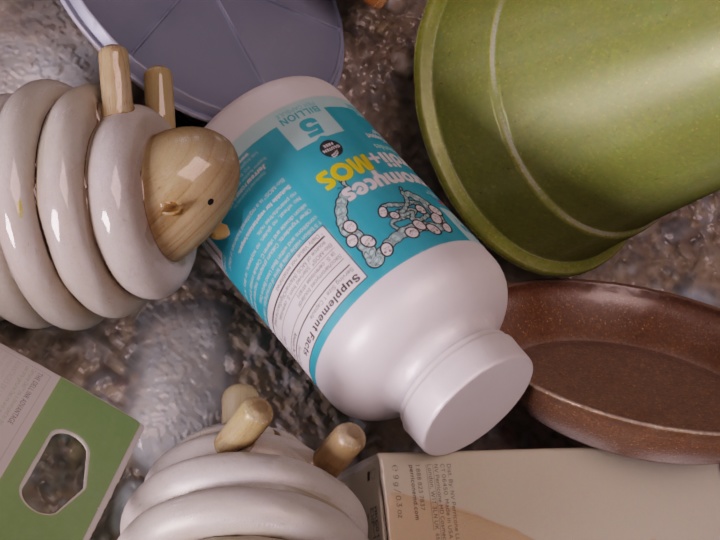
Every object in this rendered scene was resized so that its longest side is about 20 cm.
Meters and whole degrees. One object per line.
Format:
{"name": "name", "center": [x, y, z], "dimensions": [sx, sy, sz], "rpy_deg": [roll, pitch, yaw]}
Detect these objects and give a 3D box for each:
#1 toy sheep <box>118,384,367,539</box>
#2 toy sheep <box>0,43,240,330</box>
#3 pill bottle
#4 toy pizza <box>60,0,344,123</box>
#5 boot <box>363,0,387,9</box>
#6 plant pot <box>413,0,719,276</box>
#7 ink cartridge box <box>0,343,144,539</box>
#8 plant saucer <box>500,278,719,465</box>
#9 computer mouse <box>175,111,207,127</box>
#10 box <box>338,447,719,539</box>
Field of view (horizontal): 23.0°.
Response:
{"name": "toy sheep", "center": [-0.054, 0.137, 0.842], "dimensions": [0.138, 0.138, 0.200], "rpy_deg": [17, 46, -16]}
{"name": "toy sheep", "center": [-0.153, -0.035, 0.883], "dimensions": [0.200, 0.138, 0.138], "rpy_deg": [-9, 69, 20]}
{"name": "pill bottle", "center": [0.000, 0.000, 0.911], "dimensions": [0.111, 0.111, 0.200], "rpy_deg": [-26, 60, -28]}
{"name": "toy pizza", "center": [-0.096, -0.158, 0.991], "dimensions": [0.200, 0.032, 0.200], "rpy_deg": [23, 47, -28]}
{"name": "boot", "center": [-0.044, -0.203, 1.001], "dimensions": [0.155, 0.077, 0.200], "rpy_deg": [50, 32, -4]}
{"name": "plant pot", "center": [0.165, -0.111, 0.976], "dimensions": [0.200, 0.190, 0.200], "rpy_deg": [11, 72, -38]}
{"name": "ink cartridge box", "center": [-0.213, 0.071, 0.827], "dimensions": [0.200, 0.048, 0.146], "rpy_deg": [34, 27, -8]}
{"name": "plant saucer", "center": [0.154, 0.058, 0.972], "dimensions": [0.200, 0.200, 0.037], "rpy_deg": [0, 113, -22]}
{"name": "computer mouse", "center": [-0.147, -0.156, 0.987], "dimensions": [0.200, 0.034, 0.059], "rpy_deg": [44, 60, -2]}
{"name": "box", "center": [0.088, 0.140, 0.940], "dimensions": [0.200, 0.095, 0.078], "rpy_deg": [1, 72, -21]}
